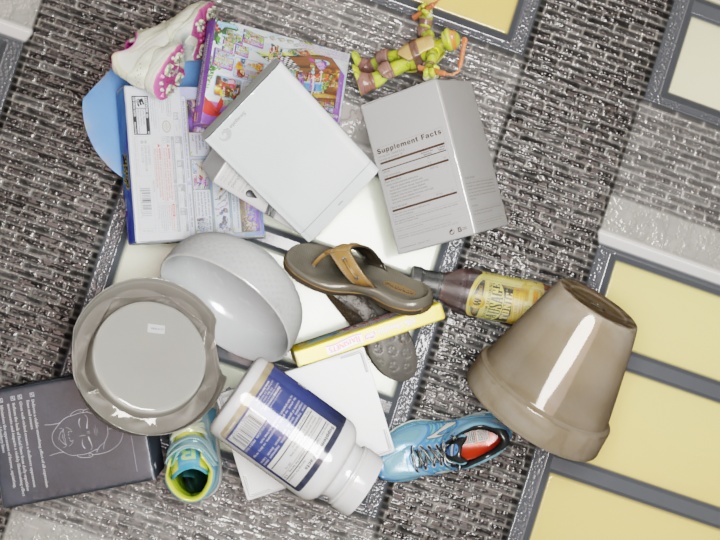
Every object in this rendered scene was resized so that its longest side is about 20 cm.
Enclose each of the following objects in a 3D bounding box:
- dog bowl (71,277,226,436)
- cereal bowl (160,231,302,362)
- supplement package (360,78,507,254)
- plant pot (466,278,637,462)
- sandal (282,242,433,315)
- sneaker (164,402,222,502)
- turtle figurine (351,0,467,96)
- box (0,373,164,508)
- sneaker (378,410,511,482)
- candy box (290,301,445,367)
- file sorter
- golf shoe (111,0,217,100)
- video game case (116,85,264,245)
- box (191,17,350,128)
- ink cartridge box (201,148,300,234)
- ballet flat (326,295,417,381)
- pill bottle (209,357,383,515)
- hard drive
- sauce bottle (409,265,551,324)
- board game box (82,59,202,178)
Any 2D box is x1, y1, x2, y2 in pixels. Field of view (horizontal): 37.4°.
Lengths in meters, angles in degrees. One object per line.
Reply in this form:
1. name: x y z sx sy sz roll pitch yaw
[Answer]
1. dog bowl: -0.266 0.113 1.327 0.197 0.059 0.203 10 64 -20
2. cereal bowl: -0.155 0.023 1.373 0.199 0.200 0.084 38 58 -2
3. supplement package: 0.098 -0.138 1.403 0.118 0.121 0.203 -14 90 30
4. plant pot: 0.263 0.115 1.368 0.198 0.200 0.175 29 108 -3
5. sandal: 0.000 0.000 1.343 0.197 0.082 0.055 20 128 13
6. sneaker: -0.223 0.207 1.391 0.078 0.131 0.203 -12 90 -2
7. turtle figurine: 0.069 -0.295 1.433 0.159 0.065 0.202 -18 46 13
8. box: -0.371 0.211 1.393 0.197 0.107 0.151 -10 89 -3
9. sneaker: 0.111 0.236 1.433 0.197 0.090 0.080 -17 90 -3
10. candy box: 0.006 0.081 1.381 0.197 0.102 0.027 -18 94 -7
11. file sorter: -0.073 0.193 1.404 0.197 0.125 0.141 -18 91 -3
12. golf shoe: -0.252 -0.302 1.384 0.090 0.201 0.076 17 132 9
13. video game case: -0.223 -0.139 1.404 0.179 0.045 0.203 -4 89 -28
14. box: -0.117 -0.241 1.413 0.197 0.039 0.139 10 88 -27
15. ink cartridge box: -0.092 -0.125 1.388 0.199 0.068 0.117 30 98 -31
16. ballet flat: 0.008 0.066 1.456 0.067 0.046 0.201 -40 97 -7
17. pill bottle: -0.074 0.205 1.288 0.199 0.111 0.112 36 87 -4
18. hard drive: -0.084 -0.146 1.325 0.132 0.027 0.200 -45 121 2
19. sauce bottle: 0.163 0.034 1.453 0.197 0.066 0.067 9 89 -3
20. board game box: -0.281 -0.210 1.429 0.158 0.039 0.201 44 67 -18
